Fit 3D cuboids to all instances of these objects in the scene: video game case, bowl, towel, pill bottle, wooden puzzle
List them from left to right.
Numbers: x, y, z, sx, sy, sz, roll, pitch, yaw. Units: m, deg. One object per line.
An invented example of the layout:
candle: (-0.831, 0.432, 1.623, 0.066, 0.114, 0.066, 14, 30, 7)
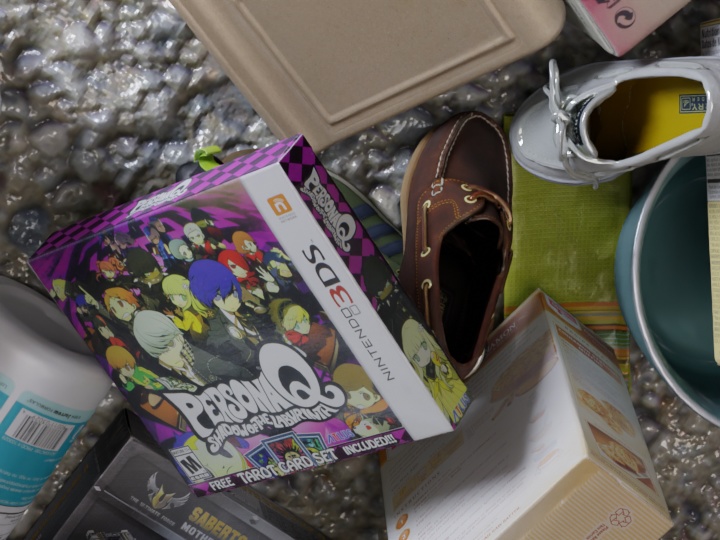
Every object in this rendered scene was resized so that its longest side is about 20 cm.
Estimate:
pill bottle: (-0.242, 0.108, 1.183, 0.111, 0.111, 0.200, 33, 99, -20)
video game case: (-0.063, 0.032, 1.111, 0.200, 0.036, 0.182, -18, 114, 37)
wooden puzzle: (-0.009, -0.173, 1.142, 0.200, 0.037, 0.185, -24, 116, 32)
towel: (0.132, -0.004, 1.270, 0.086, 0.018, 0.201, -5, 109, -10)
bowl: (0.236, 0.000, 1.231, 0.200, 0.105, 0.202, -1, 92, -17)

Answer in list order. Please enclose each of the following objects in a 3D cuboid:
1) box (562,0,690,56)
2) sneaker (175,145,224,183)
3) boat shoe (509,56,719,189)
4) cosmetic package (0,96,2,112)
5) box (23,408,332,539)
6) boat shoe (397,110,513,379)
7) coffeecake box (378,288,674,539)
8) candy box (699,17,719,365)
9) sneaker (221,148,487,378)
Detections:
box: (0.177, -0.234, 1.142, 0.200, 0.128, 0.109, -38, 111, 3)
sneaker: (-0.089, 0.008, 1.201, 0.072, 0.083, 0.200, -16, 142, -31)
boat shoe: (0.138, -0.084, 1.134, 0.086, 0.202, 0.075, -4, 92, -38)
cosmetic package: (-0.316, -0.076, 1.075, 0.199, 0.165, 0.165, 23, 104, -18)
box: (-0.115, 0.206, 1.275, 0.200, 0.048, 0.159, 34, 98, -19)
boat shoe: (0.060, -0.013, 1.165, 0.070, 0.201, 0.070, 26, 146, -22)
coffeecake box: (0.091, 0.125, 1.195, 0.073, 0.200, 0.154, 38, 109, -20)
candy box: (0.262, -0.048, 1.155, 0.115, 0.055, 0.201, -4, 91, -17)
sneaker: (0.000, 0.000, 1.205, 0.200, 0.090, 0.067, 34, 101, -19)
